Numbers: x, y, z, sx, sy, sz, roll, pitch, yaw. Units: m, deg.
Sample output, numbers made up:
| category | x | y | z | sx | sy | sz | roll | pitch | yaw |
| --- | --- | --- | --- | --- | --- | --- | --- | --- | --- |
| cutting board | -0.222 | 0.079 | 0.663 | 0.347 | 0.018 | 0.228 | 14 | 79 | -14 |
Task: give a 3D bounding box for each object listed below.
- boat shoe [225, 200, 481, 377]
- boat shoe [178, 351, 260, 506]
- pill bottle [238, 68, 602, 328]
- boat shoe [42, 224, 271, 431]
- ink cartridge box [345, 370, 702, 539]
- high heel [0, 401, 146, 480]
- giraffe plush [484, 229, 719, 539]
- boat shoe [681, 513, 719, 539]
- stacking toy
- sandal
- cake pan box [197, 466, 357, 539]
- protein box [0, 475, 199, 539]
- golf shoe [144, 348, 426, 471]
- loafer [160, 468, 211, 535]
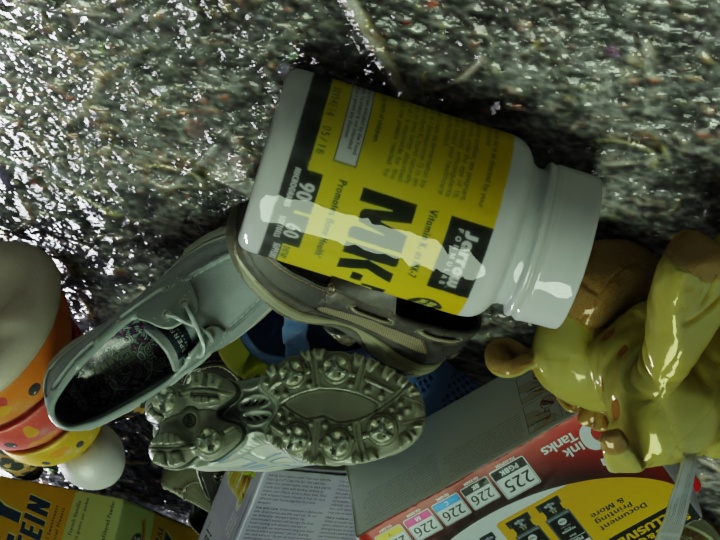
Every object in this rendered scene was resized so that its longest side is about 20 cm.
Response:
| category | x | y | z | sx | sy | sz | roll | pitch | yaw |
| --- | --- | --- | --- | --- | --- | --- | --- | --- | --- |
| boat shoe | 0.000 | 0.000 | 1.634 | 0.073 | 0.075 | 0.199 | -28 | 138 | 37 |
| boat shoe | -0.084 | 0.140 | 1.844 | 0.073 | 0.065 | 0.201 | -19 | 124 | 4 |
| pill bottle | 0.036 | -0.039 | 1.500 | 0.199 | 0.115 | 0.114 | 16 | 150 | -3 |
| boat shoe | -0.124 | 0.043 | 1.658 | 0.200 | 0.072 | 0.070 | -35 | 109 | 9 |
| ink cartridge box | 0.121 | 0.163 | 1.717 | 0.199 | 0.084 | 0.176 | -31 | 123 | 14 |
| high heel | -0.205 | 0.119 | 1.905 | 0.142 | 0.072 | 0.200 | 15 | 144 | 5 |
| giraffe plush | 0.176 | 0.047 | 1.562 | 0.172 | 0.201 | 0.162 | 28 | -178 | -40 |
| boat shoe | 0.209 | 0.205 | 1.856 | 0.071 | 0.077 | 0.200 | -13 | 140 | 38 |
| stacking toy | -0.225 | 0.088 | 1.780 | 0.145 | 0.147 | 0.200 | -8 | 139 | 34 |
| sandal | 0.001 | 0.064 | 1.723 | 0.199 | 0.080 | 0.087 | 23 | 145 | -15 |
| cake pan box | -0.027 | 0.213 | 1.850 | 0.199 | 0.052 | 0.185 | 6 | 118 | -32 |
| protein box | -0.224 | 0.254 | 1.999 | 0.198 | 0.136 | 0.200 | 6 | 165 | 33 |
| golf shoe | -0.042 | 0.100 | 1.694 | 0.199 | 0.079 | 0.097 | -2 | 166 | 21 |
| loafer | -0.100 | 0.192 | 1.962 | 0.075 | 0.070 | 0.200 | 24 | 157 | 45 |
